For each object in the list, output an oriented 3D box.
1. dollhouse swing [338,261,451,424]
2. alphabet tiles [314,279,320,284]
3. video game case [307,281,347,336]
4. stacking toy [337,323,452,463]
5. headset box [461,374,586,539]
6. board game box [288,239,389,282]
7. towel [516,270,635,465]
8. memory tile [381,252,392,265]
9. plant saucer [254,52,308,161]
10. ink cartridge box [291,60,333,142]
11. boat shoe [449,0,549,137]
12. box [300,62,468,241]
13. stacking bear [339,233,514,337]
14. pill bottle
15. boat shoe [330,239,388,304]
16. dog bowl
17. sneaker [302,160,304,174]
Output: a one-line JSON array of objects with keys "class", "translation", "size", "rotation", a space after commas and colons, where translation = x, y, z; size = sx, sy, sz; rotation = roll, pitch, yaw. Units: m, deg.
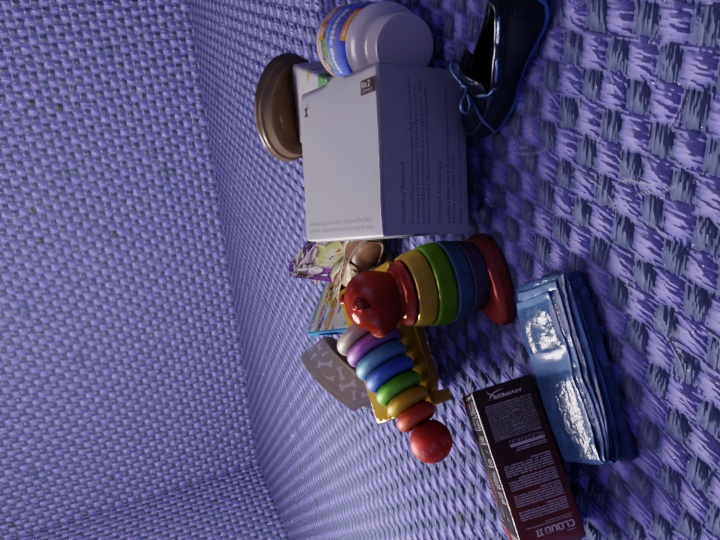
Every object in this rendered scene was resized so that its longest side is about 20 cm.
[{"class": "dollhouse swing", "translation": [0.087, 0.102, 1.054], "size": [0.181, 0.175, 0.201], "rotation": [-33, 70, 48]}, {"class": "alphabet tiles", "translation": [-0.060, -0.075, 1.384], "size": [0.201, 0.006, 0.167], "rotation": [100, -173, -50]}, {"class": "video game case", "translation": [-0.037, 0.056, 1.373], "size": [0.200, 0.018, 0.144], "rotation": [-15, 53, 63]}, {"class": "stacking toy", "translation": [0.052, 0.154, 0.912], "size": [0.201, 0.085, 0.086], "rotation": [57, 155, 21]}, {"class": "headset box", "translation": [0.188, 0.233, 0.831], "size": [0.149, 0.074, 0.201], "rotation": [73, -179, -76]}, {"class": "board game box", "translation": [-0.039, -0.034, 1.258], "size": [0.200, 0.119, 0.033], "rotation": [133, 134, -54]}, {"class": "towel", "translation": [0.220, 0.106, 0.755], "size": [0.112, 0.048, 0.202], "rotation": [145, 111, -71]}, {"class": "memory tile", "translation": [0.024, 0.077, 1.251], "size": [0.201, 0.017, 0.154], "rotation": [103, -179, -51]}, {"class": "plant saucer", "translation": [-0.125, -0.306, 1.339], "size": [0.029, 0.200, 0.202], "rotation": [10, 117, 33]}, {"class": "ink cartridge box", "translation": [-0.050, -0.282, 1.244], "size": [0.200, 0.087, 0.146], "rotation": [-138, 40, -59]}, {"class": "boat shoe", "translation": [0.133, -0.223, 0.761], "size": [0.201, 0.068, 0.085], "rotation": [99, 152, -53]}, {"class": "box", "translation": [0.025, -0.140, 0.900], "size": [0.198, 0.130, 0.202], "rotation": [2, 95, 59]}, {"class": "stacking bear", "translation": [0.075, 0.026, 0.891], "size": [0.121, 0.198, 0.115], "rotation": [-150, 50, -66]}, {"class": "pill bottle", "translation": [0.020, -0.311, 0.976], "size": [0.200, 0.111, 0.113], "rotation": [-140, 41, -62]}, {"class": "boat shoe", "translation": [0.000, 0.000, 1.217], "size": [0.200, 0.075, 0.074], "rotation": [118, 152, -60]}, {"class": "dog bowl", "translation": [-0.018, 0.201, 1.348], "size": [0.200, 0.059, 0.200], "rotation": [38, -175, -4]}, {"class": "sneaker", "translation": [-0.121, -0.281, 1.472], "size": [0.074, 0.079, 0.202], "rotation": [-136, 37, -57]}]
